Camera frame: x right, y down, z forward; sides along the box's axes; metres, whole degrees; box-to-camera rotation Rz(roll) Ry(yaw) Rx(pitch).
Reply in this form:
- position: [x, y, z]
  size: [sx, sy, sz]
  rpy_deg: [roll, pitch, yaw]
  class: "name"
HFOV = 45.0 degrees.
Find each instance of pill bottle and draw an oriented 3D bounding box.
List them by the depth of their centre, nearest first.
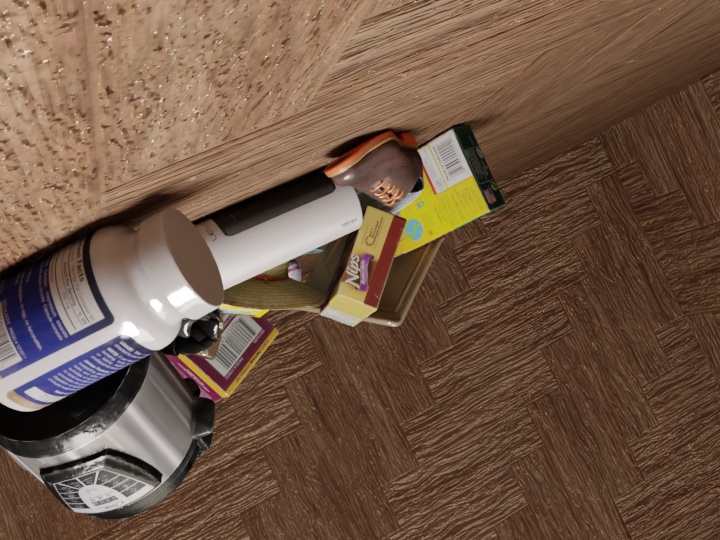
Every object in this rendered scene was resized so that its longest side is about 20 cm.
- position: [-0.226, 0.031, 0.745]
  size: [0.199, 0.116, 0.116]
  rpy_deg: [-25, 179, 10]
  class: "pill bottle"

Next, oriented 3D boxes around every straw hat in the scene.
- position: [-0.136, -0.017, 1.111]
  size: [0.200, 0.086, 0.201]
  rpy_deg: [10, -168, -2]
  class: "straw hat"

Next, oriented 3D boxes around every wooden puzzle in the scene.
- position: [0.014, 0.006, 1.322]
  size: [0.184, 0.037, 0.200]
  rpy_deg: [8, -133, 29]
  class: "wooden puzzle"

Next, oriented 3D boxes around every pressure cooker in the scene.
- position: [-0.256, 0.151, 0.886]
  size: [0.175, 0.200, 0.179]
  rpy_deg: [24, -118, 34]
  class: "pressure cooker"

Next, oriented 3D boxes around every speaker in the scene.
- position: [-0.101, -0.044, 0.979]
  size: [0.199, 0.082, 0.081]
  rpy_deg: [-25, 179, -20]
  class: "speaker"

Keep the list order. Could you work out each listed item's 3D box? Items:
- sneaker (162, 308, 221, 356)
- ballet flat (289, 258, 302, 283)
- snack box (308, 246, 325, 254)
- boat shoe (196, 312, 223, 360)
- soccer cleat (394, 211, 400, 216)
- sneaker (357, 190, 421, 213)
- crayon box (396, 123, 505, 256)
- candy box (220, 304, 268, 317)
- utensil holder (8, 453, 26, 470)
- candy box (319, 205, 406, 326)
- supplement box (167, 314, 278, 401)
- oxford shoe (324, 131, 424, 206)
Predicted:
- position: [-0.213, 0.055, 0.973]
  size: [0.077, 0.111, 0.200]
  rpy_deg: [-40, 174, -25]
  class: "sneaker"
- position: [-0.162, 0.024, 1.353]
  size: [0.069, 0.072, 0.199]
  rpy_deg: [-5, 179, -44]
  class: "ballet flat"
- position: [-0.120, -0.038, 1.321]
  size: [0.115, 0.037, 0.200]
  rpy_deg: [-10, 180, 3]
  class: "snack box"
- position: [-0.278, 0.083, 1.112]
  size: [0.201, 0.075, 0.075]
  rpy_deg: [4, 171, -10]
  class: "boat shoe"
- position: [-0.008, -0.081, 1.265]
  size: [0.068, 0.086, 0.200]
  rpy_deg: [-25, 179, -33]
  class: "soccer cleat"
- position: [-0.012, -0.097, 1.159]
  size: [0.199, 0.073, 0.071]
  rpy_deg: [-17, -171, 10]
  class: "sneaker"
- position: [0.097, -0.110, 1.252]
  size: [0.199, 0.128, 0.051]
  rpy_deg: [-25, 179, 41]
  class: "crayon box"
- position: [-0.223, 0.038, 1.143]
  size: [0.199, 0.027, 0.102]
  rpy_deg: [6, 168, -13]
  class: "candy box"
- position: [-0.403, 0.152, 1.206]
  size: [0.199, 0.171, 0.170]
  rpy_deg: [-28, -179, -37]
  class: "utensil holder"
- position: [0.000, 0.000, 1.108]
  size: [0.200, 0.056, 0.117]
  rpy_deg: [138, -28, -77]
  class: "candy box"
- position: [-0.231, 0.119, 1.286]
  size: [0.200, 0.103, 0.131]
  rpy_deg: [-26, -157, 54]
  class: "supplement box"
- position: [0.027, -0.110, 0.978]
  size: [0.071, 0.073, 0.200]
  rpy_deg: [-26, 179, 29]
  class: "oxford shoe"
